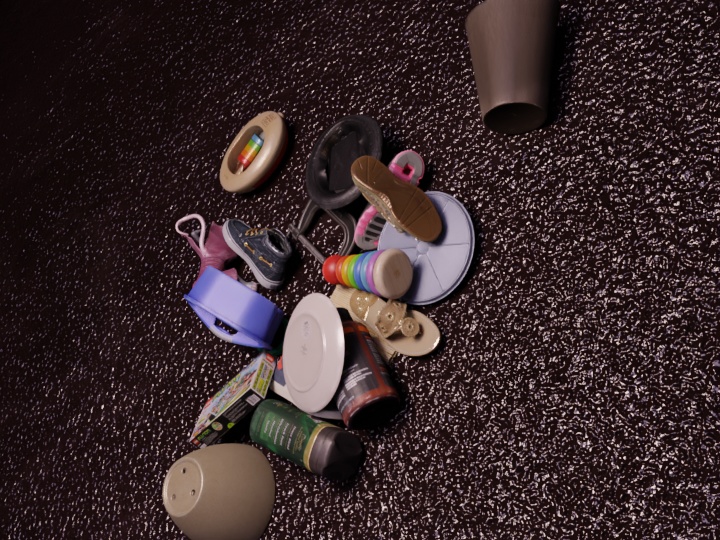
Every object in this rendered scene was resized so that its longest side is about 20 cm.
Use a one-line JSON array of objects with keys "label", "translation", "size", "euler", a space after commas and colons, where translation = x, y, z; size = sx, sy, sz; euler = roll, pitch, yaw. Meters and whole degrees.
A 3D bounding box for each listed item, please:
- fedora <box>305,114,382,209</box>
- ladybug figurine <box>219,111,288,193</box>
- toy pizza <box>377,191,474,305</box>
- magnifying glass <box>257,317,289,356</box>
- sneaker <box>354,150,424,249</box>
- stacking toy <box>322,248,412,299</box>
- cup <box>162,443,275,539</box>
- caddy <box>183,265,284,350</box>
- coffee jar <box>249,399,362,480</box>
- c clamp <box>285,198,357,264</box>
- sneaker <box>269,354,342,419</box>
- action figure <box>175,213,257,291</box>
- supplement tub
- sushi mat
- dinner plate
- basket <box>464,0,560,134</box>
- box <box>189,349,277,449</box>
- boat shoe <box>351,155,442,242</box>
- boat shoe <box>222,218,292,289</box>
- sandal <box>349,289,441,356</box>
[{"label": "fedora", "translation": [-0.013, -0.193, 1.730], "size": [0.197, 0.091, 0.205], "euler": [-19, 55, 30]}, {"label": "ladybug figurine", "translation": [-0.219, -0.247, 1.928], "size": [0.201, 0.072, 0.136], "euler": [-50, 48, 9]}, {"label": "toy pizza", "translation": [0.117, -0.039, 1.595], "size": [0.197, 0.032, 0.205], "euler": [-10, 73, 33]}, {"label": "magnifying glass", "translation": [-0.125, 0.128, 1.725], "size": [0.197, 0.022, 0.081], "euler": [2, 71, 40]}, {"label": "sneaker", "translation": [0.048, -0.133, 1.683], "size": [0.202, 0.078, 0.095], "euler": [-59, 20, 6]}, {"label": "stacking toy", "translation": [0.000, 0.000, 1.605], "size": [0.198, 0.085, 0.087], "euler": [6, 73, 50]}, {"label": "cup", "translation": [-0.272, 0.401, 1.633], "size": [0.197, 0.143, 0.205], "euler": [-16, 61, 31]}, {"label": "caddy", "translation": [-0.240, 0.080, 1.710], "size": [0.197, 0.141, 0.106], "euler": [29, 83, 12]}, {"label": "coffee jar", "translation": [-0.094, 0.294, 1.569], "size": [0.197, 0.104, 0.087], "euler": [15, 82, 41]}, {"label": "c clamp", "translation": [-0.080, -0.061, 1.765], "size": [0.199, 0.027, 0.174], "euler": [36, 104, 45]}, {"label": "sneaker", "translation": [-0.087, 0.202, 1.620], "size": [0.198, 0.074, 0.086], "euler": [21, 93, 42]}, {"label": "action figure", "translation": [-0.297, -0.010, 1.844], "size": [0.132, 0.149, 0.203], "euler": [-22, 44, 21]}, {"label": "supplement tub", "translation": [-0.014, 0.163, 1.555], "size": [0.106, 0.106, 0.202], "euler": [-37, 56, 18]}, {"label": "sushi mat", "translation": [0.007, 0.091, 1.641], "size": [0.198, 0.012, 0.097], "euler": [26, 87, 42]}, {"label": "dinner plate", "translation": [-0.089, 0.140, 1.551], "size": [0.198, 0.024, 0.205], "euler": [-16, 70, 53]}, {"label": "basket", "translation": [0.265, -0.353, 1.564], "size": [0.178, 0.135, 0.205], "euler": [-14, 66, 37]}, {"label": "box", "translation": [-0.237, 0.244, 1.691], "size": [0.200, 0.035, 0.111], "euler": [-42, 19, 30]}, {"label": "boat shoe", "translation": [0.064, -0.120, 1.588], "size": [0.073, 0.063, 0.200], "euler": [-40, 75, -14]}, {"label": "boat shoe", "translation": [-0.203, -0.061, 1.817], "size": [0.201, 0.070, 0.092], "euler": [48, 125, 31]}, {"label": "sandal", "translation": [0.042, 0.081, 1.562], "size": [0.210, 0.069, 0.079], "euler": [30, 89, 42]}]
